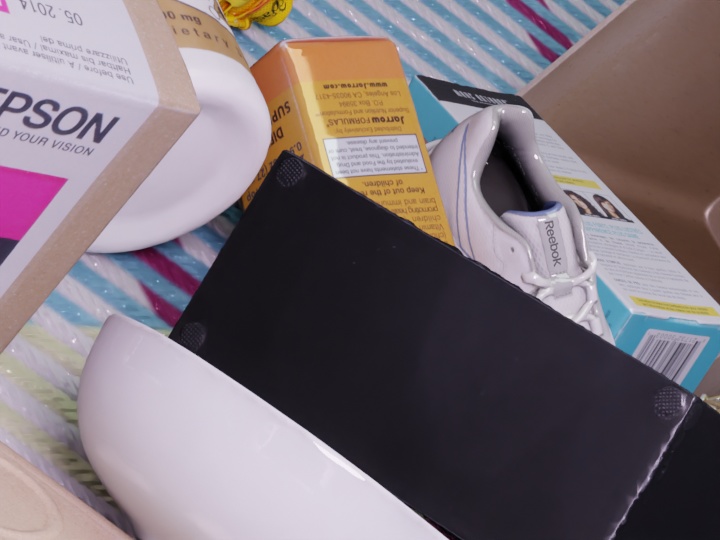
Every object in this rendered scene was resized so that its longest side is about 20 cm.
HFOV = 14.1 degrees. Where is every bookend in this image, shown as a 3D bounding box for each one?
[{"bbox_3d":[0.059,0.060,1.169,0.198,0.092,0.200,31,-1,27],"label":"bookend"}]

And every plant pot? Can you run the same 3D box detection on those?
[{"bbox_3d":[0.223,-0.040,1.566,0.177,0.200,0.200,22,34,-52],"label":"plant pot"}]

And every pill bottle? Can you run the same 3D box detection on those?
[{"bbox_3d":[-0.124,-0.117,1.299,0.114,0.114,0.200,12,42,-43],"label":"pill bottle"}]

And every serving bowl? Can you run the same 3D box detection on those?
[{"bbox_3d":[-0.035,0.101,1.119,0.200,0.066,0.200,36,-8,6],"label":"serving bowl"}]

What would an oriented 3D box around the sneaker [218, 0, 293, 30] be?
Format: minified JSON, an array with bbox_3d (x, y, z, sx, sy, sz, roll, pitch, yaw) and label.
[{"bbox_3d":[-0.067,-0.156,1.468,0.077,0.073,0.200,55,33,1],"label":"sneaker"}]

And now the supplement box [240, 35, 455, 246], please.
[{"bbox_3d":[0.000,0.000,1.286,0.069,0.067,0.201,-6,71,-37],"label":"supplement box"}]

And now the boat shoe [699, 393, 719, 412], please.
[{"bbox_3d":[0.158,0.090,1.421,0.063,0.073,0.200,52,31,10],"label":"boat shoe"}]

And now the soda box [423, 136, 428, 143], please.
[{"bbox_3d":[0.027,-0.001,1.379,0.200,0.070,0.063,50,30,11],"label":"soda box"}]

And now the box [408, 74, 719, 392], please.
[{"bbox_3d":[0.095,-0.018,1.464,0.082,0.049,0.200,8,32,-43],"label":"box"}]

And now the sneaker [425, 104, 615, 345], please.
[{"bbox_3d":[0.074,0.019,1.284,0.074,0.087,0.200,-16,72,-26],"label":"sneaker"}]

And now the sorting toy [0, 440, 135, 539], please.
[{"bbox_3d":[-0.124,0.113,1.017,0.185,0.037,0.200,35,11,14],"label":"sorting toy"}]

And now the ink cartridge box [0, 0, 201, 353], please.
[{"bbox_3d":[-0.187,-0.049,1.082,0.200,0.165,0.075,13,41,-42],"label":"ink cartridge box"}]
